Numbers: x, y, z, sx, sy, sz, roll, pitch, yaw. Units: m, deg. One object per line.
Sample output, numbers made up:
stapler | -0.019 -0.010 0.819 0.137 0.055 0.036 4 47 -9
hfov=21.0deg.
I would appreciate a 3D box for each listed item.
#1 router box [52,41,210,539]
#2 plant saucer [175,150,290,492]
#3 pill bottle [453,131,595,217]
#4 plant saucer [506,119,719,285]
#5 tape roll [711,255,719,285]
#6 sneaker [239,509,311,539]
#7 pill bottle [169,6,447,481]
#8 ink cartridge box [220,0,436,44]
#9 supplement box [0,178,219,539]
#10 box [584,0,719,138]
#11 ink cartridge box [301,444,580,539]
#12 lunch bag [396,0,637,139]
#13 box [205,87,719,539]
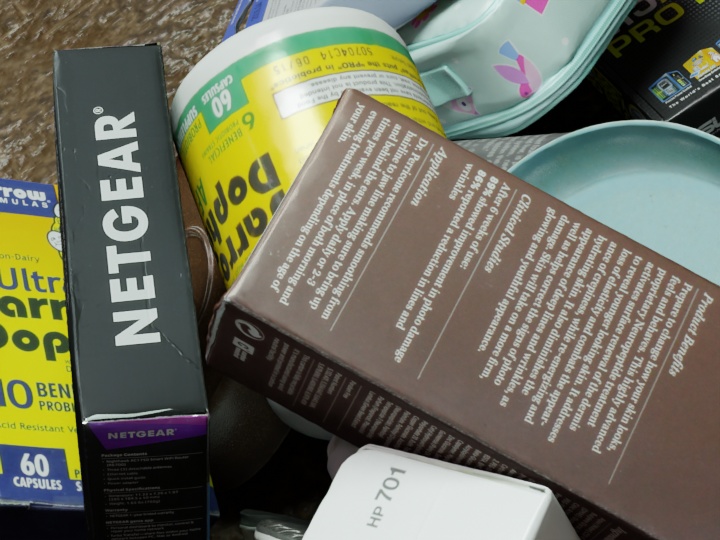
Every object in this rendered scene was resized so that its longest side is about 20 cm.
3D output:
router box | -0.096 0.028 0.806 0.051 0.149 0.200 -5 50 -9
plant saucer | -0.075 0.008 0.958 0.200 0.032 0.201 -22 63 55
pill bottle | 0.084 -0.008 0.917 0.200 0.113 0.113 -3 51 26
plant saucer | 0.110 0.038 0.805 0.200 0.027 0.201 -8 78 38
tape roll | 0.230 0.031 0.760 0.202 0.037 0.203 -8 75 33
sneaker | -0.023 0.162 0.810 0.075 0.201 0.116 8 84 2
pill bottle | 0.000 0.000 0.810 0.113 0.113 0.200 -25 65 6
ink cartridge box | 0.015 -0.158 0.947 0.200 0.042 0.119 -32 26 26
supplement box | -0.155 0.064 0.937 0.110 0.109 0.200 -57 38 38
box | 0.206 -0.156 1.032 0.200 0.044 0.160 -33 44 -2
ink cartridge box | 0.038 0.181 0.712 0.086 0.200 0.147 11 60 33
lunch bag | 0.056 -0.133 0.988 0.200 0.077 0.161 -9 45 57
box | 0.055 0.030 0.704 0.200 0.075 0.100 29 66 3
